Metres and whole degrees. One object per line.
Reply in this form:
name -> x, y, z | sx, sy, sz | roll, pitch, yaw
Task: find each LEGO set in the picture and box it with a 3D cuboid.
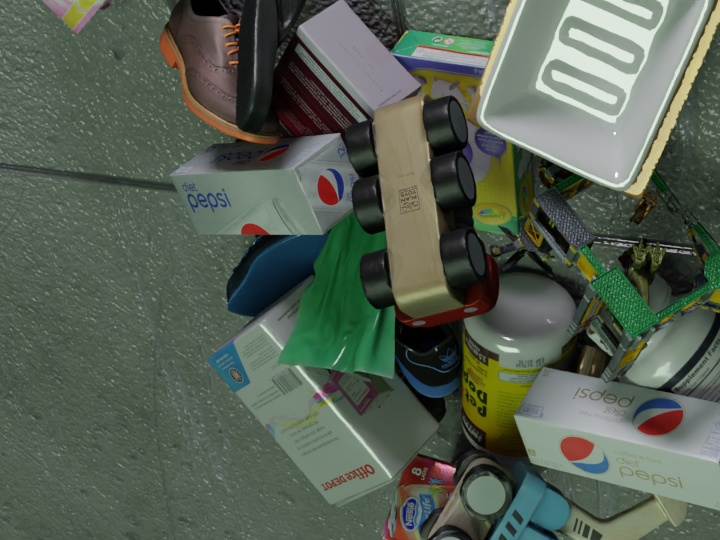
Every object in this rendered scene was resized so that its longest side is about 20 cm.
LEGO set -> 0.219, -0.004, 1.315 | 0.200, 0.153, 0.116 | 47, 159, 16

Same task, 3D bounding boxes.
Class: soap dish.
soap dish -> 0.190, -0.178, 1.223 | 0.156, 0.081, 0.201 | 25, 121, 9

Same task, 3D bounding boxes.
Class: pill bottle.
pill bottle -> 0.151, 0.108, 1.503 | 0.108, 0.110, 0.201 | 15, 133, 20
pill bottle -> 0.302, 0.092, 1.395 | 0.200, 0.111, 0.111 | 42, 137, -7

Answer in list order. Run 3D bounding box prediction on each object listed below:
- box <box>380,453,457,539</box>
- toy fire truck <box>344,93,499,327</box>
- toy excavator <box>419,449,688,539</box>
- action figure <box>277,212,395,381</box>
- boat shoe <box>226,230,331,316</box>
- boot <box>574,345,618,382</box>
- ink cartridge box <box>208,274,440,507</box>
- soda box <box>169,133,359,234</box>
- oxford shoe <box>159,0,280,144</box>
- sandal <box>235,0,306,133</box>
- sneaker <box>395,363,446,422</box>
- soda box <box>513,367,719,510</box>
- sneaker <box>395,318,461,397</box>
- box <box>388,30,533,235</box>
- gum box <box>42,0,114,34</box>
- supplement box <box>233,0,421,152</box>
box -> 0.101, 0.253, 1.600 | 0.099, 0.096, 0.200 | 17, 173, 18
toy fire truck -> 0.062, -0.031, 1.324 | 0.127, 0.178, 0.200 | -15, 158, 22
toy excavator -> 0.178, 0.235, 1.446 | 0.199, 0.196, 0.100 | 31, -178, -3
action figure -> 0.000, 0.000, 1.452 | 0.117, 0.202, 0.055 | 7, 165, 19
boat shoe -> -0.088, -0.020, 1.556 | 0.084, 0.069, 0.200 | 18, 148, -28
boot -> 0.275, 0.152, 1.478 | 0.154, 0.073, 0.201 | 14, 146, 21
ink cartridge box -> -0.037, 0.123, 1.538 | 0.201, 0.085, 0.144 | 51, 148, -4
soda box -> -0.086, -0.075, 1.410 | 0.199, 0.063, 0.069 | 2, 123, 50
oxford shoe -> -0.122, -0.186, 1.383 | 0.200, 0.071, 0.073 | 52, 130, 38
sandal -> -0.074, -0.211, 1.330 | 0.047, 0.203, 0.075 | 9, 163, -18
sneaker -> 0.003, 0.095, 1.608 | 0.199, 0.075, 0.085 | 29, 136, 6
soda box -> 0.238, 0.146, 1.360 | 0.198, 0.064, 0.069 | 11, 138, 35
sneaker -> 0.026, 0.036, 1.510 | 0.200, 0.070, 0.078 | 40, 152, 28
box -> 0.093, -0.111, 1.393 | 0.116, 0.048, 0.201 | 11, 134, 24
gum box -> -0.243, -0.314, 1.404 | 0.114, 0.066, 0.200 | 45, 136, -9
supplement box -> -0.034, -0.138, 1.402 | 0.109, 0.061, 0.200 | 48, 145, 6
